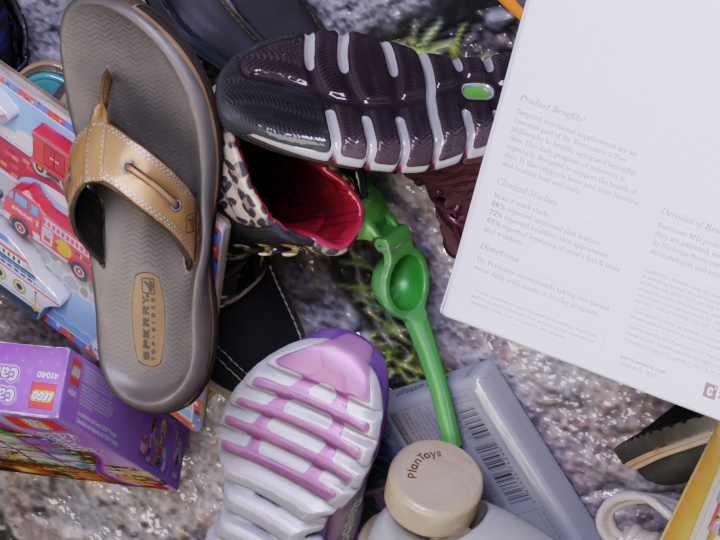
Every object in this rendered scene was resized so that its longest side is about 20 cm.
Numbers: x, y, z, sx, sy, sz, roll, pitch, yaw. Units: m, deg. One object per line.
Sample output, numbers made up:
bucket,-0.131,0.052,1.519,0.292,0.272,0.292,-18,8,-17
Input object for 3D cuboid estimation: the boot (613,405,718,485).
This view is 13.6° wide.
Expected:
boot,0.218,0.107,1.408,0.200,0.077,0.139,-23,99,52

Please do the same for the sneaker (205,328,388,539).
sneaker,-0.026,0.100,1.541,0.080,0.088,0.201,31,131,14

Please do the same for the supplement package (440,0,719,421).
supplement package,0.149,-0.063,1.259,0.151,0.151,0.201,20,108,18

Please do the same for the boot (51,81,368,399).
boot,-0.056,-0.017,1.477,0.150,0.073,0.201,-3,124,50

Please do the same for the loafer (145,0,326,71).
loafer,-0.075,-0.166,1.429,0.072,0.073,0.200,-33,105,36

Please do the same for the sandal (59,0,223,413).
sandal,-0.109,-0.028,1.390,0.081,0.055,0.201,7,105,29

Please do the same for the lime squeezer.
lime squeezer,0.000,0.000,1.511,0.071,0.038,0.200,-41,88,29

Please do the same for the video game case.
video game case,0.050,0.153,1.608,0.181,0.024,0.201,-20,110,40

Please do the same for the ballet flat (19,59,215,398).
ballet flat,-0.126,-0.022,1.568,0.068,0.063,0.201,-19,106,16

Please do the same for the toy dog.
toy dog,0.075,0.169,1.513,0.199,0.097,0.132,12,139,25

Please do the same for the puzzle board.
puzzle board,-0.149,-0.021,1.492,0.200,0.017,0.151,35,141,22

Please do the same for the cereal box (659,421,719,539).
cereal box,0.232,0.153,1.364,0.199,0.040,0.144,32,134,12

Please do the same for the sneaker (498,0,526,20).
sneaker,0.027,-0.173,1.366,0.201,0.077,0.112,55,137,3

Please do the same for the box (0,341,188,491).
box,-0.186,0.074,1.592,0.136,0.039,0.200,5,167,16

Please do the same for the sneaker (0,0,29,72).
sneaker,-0.201,-0.095,1.560,0.078,0.070,0.201,-6,117,43

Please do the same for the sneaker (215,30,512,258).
sneaker,0.027,-0.046,1.405,0.199,0.076,0.116,3,140,-8
